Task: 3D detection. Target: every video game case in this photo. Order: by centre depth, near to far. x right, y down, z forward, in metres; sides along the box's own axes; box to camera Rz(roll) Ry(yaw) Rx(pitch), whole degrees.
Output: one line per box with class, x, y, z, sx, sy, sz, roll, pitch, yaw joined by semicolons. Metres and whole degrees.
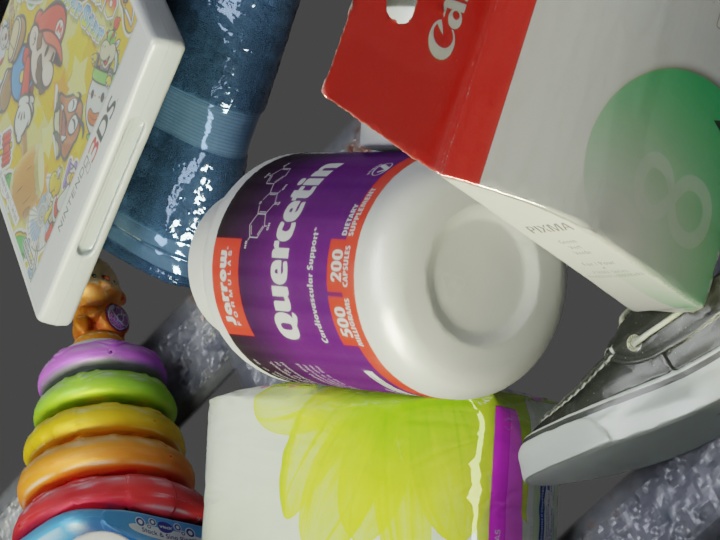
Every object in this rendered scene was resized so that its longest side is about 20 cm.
video game case;-0.157;-0.102;1.558;0.183;0.023;0.200;-64;31;29

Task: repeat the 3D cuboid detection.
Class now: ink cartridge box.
ink cartridge box;0.089;-0.097;1.228;0.050;0.200;0.162;-6;58;47

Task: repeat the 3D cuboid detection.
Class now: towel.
towel;-0.095;-0.101;1.538;0.111;0.048;0.201;30;107;40

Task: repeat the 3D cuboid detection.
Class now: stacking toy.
stacking toy;-0.136;0.079;1.542;0.110;0.116;0.201;-35;50;41

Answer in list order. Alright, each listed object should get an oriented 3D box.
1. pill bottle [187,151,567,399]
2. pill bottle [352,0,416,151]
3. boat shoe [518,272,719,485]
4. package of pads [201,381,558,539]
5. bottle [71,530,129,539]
pill bottle;0.000;0.000;1.368;0.200;0.112;0.113;2;88;56
pill bottle;0.055;-0.154;1.355;0.113;0.114;0.201;4;89;43
boat shoe;0.149;0.036;1.287;0.199;0.071;0.064;-30;67;30
package of pads;0.005;0.130;1.405;0.199;0.068;0.156;-5;79;43
bottle;-0.119;0.190;1.449;0.200;0.065;0.084;85;164;-61
